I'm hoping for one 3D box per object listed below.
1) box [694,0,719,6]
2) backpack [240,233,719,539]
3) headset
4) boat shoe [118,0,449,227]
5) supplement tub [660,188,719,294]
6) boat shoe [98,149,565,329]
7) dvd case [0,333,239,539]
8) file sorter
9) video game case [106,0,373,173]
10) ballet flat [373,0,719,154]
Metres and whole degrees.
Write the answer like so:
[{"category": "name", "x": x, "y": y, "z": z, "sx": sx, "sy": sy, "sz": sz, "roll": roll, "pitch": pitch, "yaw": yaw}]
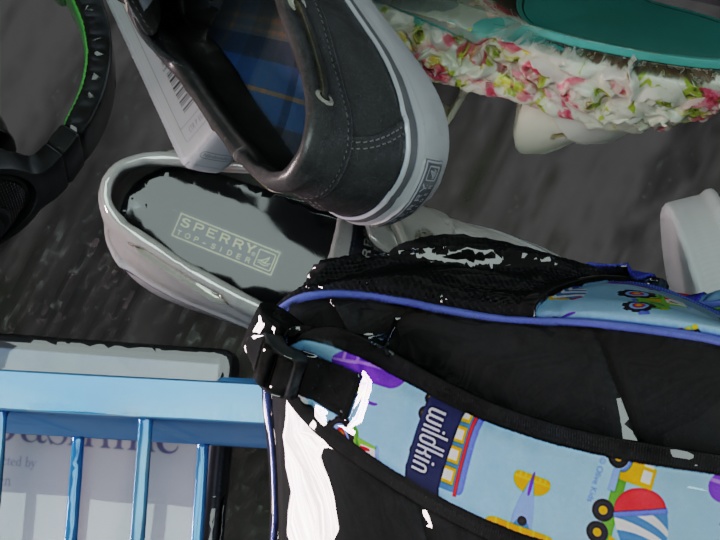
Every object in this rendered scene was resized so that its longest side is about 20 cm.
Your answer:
[{"category": "box", "x": 0.161, "y": -0.162, "z": 0.801, "sx": 0.199, "sy": 0.198, "sz": 0.124, "roll": 12, "pitch": 82, "yaw": 1}, {"category": "backpack", "x": 0.078, "y": 0.084, "z": 0.694, "sx": 0.199, "sy": 0.134, "sz": 0.183, "roll": 4, "pitch": 101, "yaw": 29}, {"category": "headset", "x": -0.177, "y": -0.042, "z": 0.895, "sx": 0.123, "sy": 0.094, "sz": 0.200, "roll": 37, "pitch": 69, "yaw": 15}, {"category": "boat shoe", "x": -0.047, "y": -0.089, "z": 0.776, "sx": 0.070, "sy": 0.066, "sz": 0.200, "roll": -52, "pitch": 52, "yaw": 27}, {"category": "supplement tub", "x": 0.211, "y": 0.015, "z": 0.801, "sx": 0.199, "sy": 0.140, "sz": 0.141, "roll": -13, "pitch": 78, "yaw": 2}, {"category": "boat shoe", "x": 0.000, "y": 0.000, "z": 0.861, "sx": 0.199, "sy": 0.066, "sz": 0.072, "roll": 22, "pitch": 82, "yaw": 9}, {"category": "dvd case", "x": -0.123, "y": 0.123, "z": 0.873, "sx": 0.142, "sy": 0.018, "sz": 0.201, "roll": 4, "pitch": 79, "yaw": 7}, {"category": "file sorter", "x": -0.109, "y": 0.098, "z": 0.799, "sx": 0.199, "sy": 0.139, "sz": 0.123, "roll": 3, "pitch": 83, "yaw": 5}, {"category": "video game case", "x": -0.040, "y": -0.167, "z": 0.843, "sx": 0.182, "sy": 0.022, "sz": 0.200, "roll": -46, "pitch": 55, "yaw": 31}, {"category": "ballet flat", "x": 0.048, "y": -0.079, "z": 0.879, "sx": 0.199, "sy": 0.076, "sz": 0.064, "roll": 16, "pitch": 120, "yaw": 13}]
